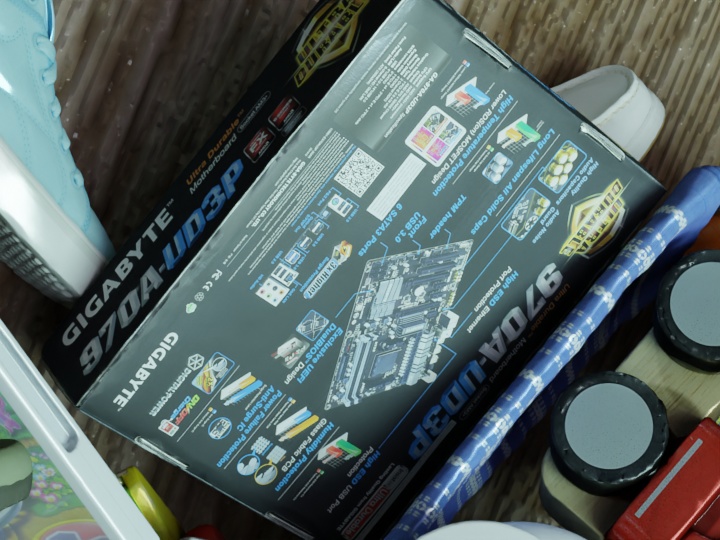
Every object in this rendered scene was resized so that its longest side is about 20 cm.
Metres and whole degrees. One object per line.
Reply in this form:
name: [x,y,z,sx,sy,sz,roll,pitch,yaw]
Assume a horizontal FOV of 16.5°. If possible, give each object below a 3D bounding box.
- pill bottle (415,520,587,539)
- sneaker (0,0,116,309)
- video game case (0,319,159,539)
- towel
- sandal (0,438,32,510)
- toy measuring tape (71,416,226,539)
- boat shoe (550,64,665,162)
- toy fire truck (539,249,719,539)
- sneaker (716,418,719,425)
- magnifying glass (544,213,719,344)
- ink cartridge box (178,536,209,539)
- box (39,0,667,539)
pill bottle: [0.069,0.162,0.955,0.112,0.112,0.200,-59,154,-9]
sneaker: [-0.134,-0.075,0.916,0.082,0.074,0.200,-41,116,-16]
video game case: [-0.178,0.040,0.877,0.200,0.143,0.018,57,40,-23]
towel: [0.074,0.050,0.998,0.024,0.145,0.200,39,76,7]
sandal: [-0.208,0.056,0.851,0.201,0.080,0.057,-2,104,12]
toy measuring tape: [-0.089,0.110,0.937,0.074,0.074,0.200,-47,141,-15]
boat shoe: [0.038,-0.042,1.018,0.200,0.071,0.069,-32,113,-20]
toy fire truck: [0.194,0.084,1.006,0.200,0.129,0.176,40,79,13]
sneaker: [0.214,0.007,1.101,0.200,0.076,0.105,-25,154,-34]
magnifying glass: [0.107,0.004,1.095,0.200,0.022,0.080,-17,105,-24]
ink cartridge box: [-0.029,0.200,0.897,0.095,0.037,0.200,17,56,-47]
box: [0.000,0.000,0.943,0.159,0.046,0.200,34,98,-38]
